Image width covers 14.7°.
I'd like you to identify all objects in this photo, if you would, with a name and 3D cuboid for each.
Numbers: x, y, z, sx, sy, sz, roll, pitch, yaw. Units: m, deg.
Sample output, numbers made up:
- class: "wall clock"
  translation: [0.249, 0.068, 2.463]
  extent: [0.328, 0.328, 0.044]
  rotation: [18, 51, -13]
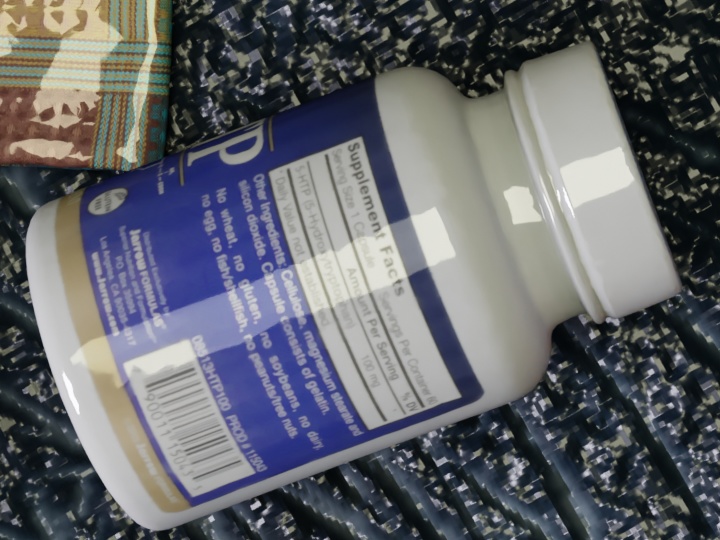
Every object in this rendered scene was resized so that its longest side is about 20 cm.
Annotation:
- class: "pill bottle"
  translation: [0.000, 0.000, 0.936]
  extent: [0.199, 0.120, 0.120]
  rotation: [-20, 87, 6]
- class: "towel"
  translation: [-0.136, -0.138, 1.004]
  extent: [0.146, 0.022, 0.201]
  rotation: [3, 90, 8]
